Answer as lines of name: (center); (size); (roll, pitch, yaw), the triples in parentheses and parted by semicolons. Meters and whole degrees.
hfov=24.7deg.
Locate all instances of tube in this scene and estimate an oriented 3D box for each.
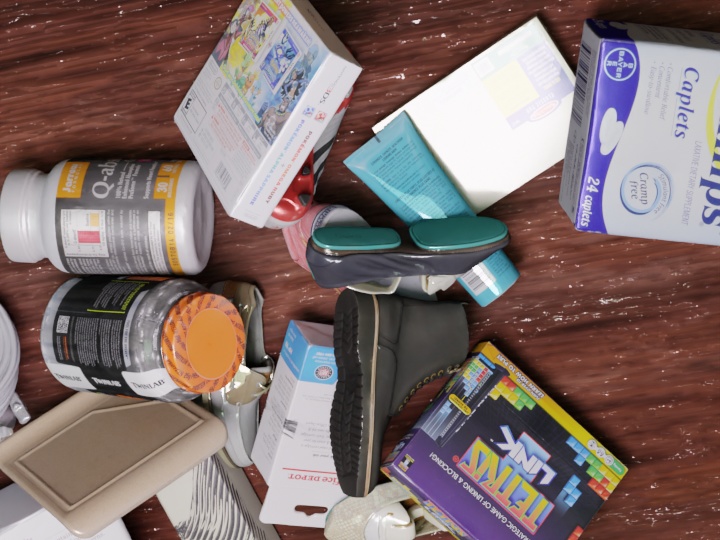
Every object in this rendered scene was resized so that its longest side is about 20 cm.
tube: (0.076, -0.055, 1.625); (0.077, 0.050, 0.200); (-40, 94, -1)

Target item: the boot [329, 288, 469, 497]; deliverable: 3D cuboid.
boot: (0.046, 0.121, 1.614); (0.137, 0.077, 0.202); (2, 93, -27)

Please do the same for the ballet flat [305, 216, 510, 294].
ballet flat: (0.045, -0.011, 1.578); (0.198, 0.073, 0.074); (-4, 106, -10)

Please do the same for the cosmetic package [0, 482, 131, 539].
cosmetic package: (-0.316, 0.326, 1.722); (0.166, 0.166, 0.201); (-26, 102, -16)

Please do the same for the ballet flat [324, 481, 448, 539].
ballet flat: (0.061, 0.248, 1.692); (0.198, 0.062, 0.068); (-15, 121, -12)

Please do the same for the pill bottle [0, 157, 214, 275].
pill bottle: (-0.254, -0.054, 1.660); (0.198, 0.116, 0.117); (1, 106, 7)

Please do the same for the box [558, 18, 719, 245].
box: (0.301, -0.129, 1.552); (0.198, 0.105, 0.186); (5, 107, -4)

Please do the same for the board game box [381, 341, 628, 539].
board game box: (0.145, 0.200, 1.665); (0.200, 0.057, 0.166); (41, 71, -5)

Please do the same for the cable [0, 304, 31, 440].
cable: (-0.449, 0.088, 1.686); (0.199, 0.201, 0.069); (-9, 147, -29)

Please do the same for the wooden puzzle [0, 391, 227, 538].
wooden puzzle: (-0.251, 0.181, 1.658); (0.184, 0.200, 0.037); (-33, 124, -23)

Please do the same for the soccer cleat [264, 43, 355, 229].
soccer cleat: (-0.057, -0.133, 1.616); (0.068, 0.085, 0.202); (19, 71, -11)

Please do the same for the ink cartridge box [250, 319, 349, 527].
ink cartridge box: (-0.039, 0.160, 1.692); (0.115, 0.067, 0.201); (9, 109, -26)

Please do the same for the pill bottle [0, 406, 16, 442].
pill bottle: (-0.478, 0.150, 1.750); (0.199, 0.114, 0.114); (30, 107, -1)

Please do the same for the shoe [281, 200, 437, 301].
shoe: (0.000, 0.000, 1.669); (0.072, 0.091, 0.200); (-50, 124, -12)

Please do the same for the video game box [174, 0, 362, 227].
video game box: (-0.093, -0.168, 1.571); (0.047, 0.200, 0.183); (19, 113, -33)

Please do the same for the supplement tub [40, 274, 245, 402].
supplement tub: (-0.217, 0.067, 1.644); (0.199, 0.122, 0.124); (3, 109, 43)

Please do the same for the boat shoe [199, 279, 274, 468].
boat shoe: (-0.125, 0.110, 1.710); (0.068, 0.075, 0.202); (-6, 104, 15)

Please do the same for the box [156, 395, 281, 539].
box: (-0.165, 0.237, 1.754); (0.082, 0.068, 0.201); (-26, 101, 15)

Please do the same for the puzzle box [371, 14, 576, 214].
puzzle box: (0.129, -0.143, 1.628); (0.199, 0.025, 0.134); (-32, 99, 15)
